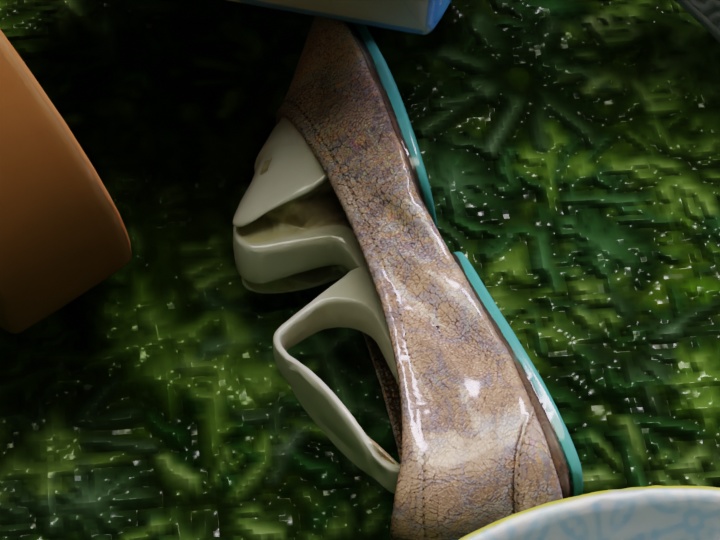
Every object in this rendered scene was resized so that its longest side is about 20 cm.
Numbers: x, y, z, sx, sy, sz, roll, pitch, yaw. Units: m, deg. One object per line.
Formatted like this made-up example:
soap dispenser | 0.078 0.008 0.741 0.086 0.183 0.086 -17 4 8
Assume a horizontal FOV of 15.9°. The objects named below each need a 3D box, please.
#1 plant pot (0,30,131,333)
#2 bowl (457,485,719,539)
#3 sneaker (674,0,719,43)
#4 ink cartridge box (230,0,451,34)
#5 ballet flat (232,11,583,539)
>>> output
plant pot | -0.178 -0.040 0.726 0.140 0.200 0.200 -38 59 -10
bowl | 0.078 0.162 0.607 0.200 0.108 0.200 1 50 -1
sneaker | 0.135 -0.142 0.844 0.200 0.074 0.118 49 56 -13
ink cartridge box | -0.004 -0.154 0.869 0.116 0.067 0.200 11 29 11
ballet flat | 0.000 0.000 0.769 0.067 0.068 0.200 -19 51 -8
